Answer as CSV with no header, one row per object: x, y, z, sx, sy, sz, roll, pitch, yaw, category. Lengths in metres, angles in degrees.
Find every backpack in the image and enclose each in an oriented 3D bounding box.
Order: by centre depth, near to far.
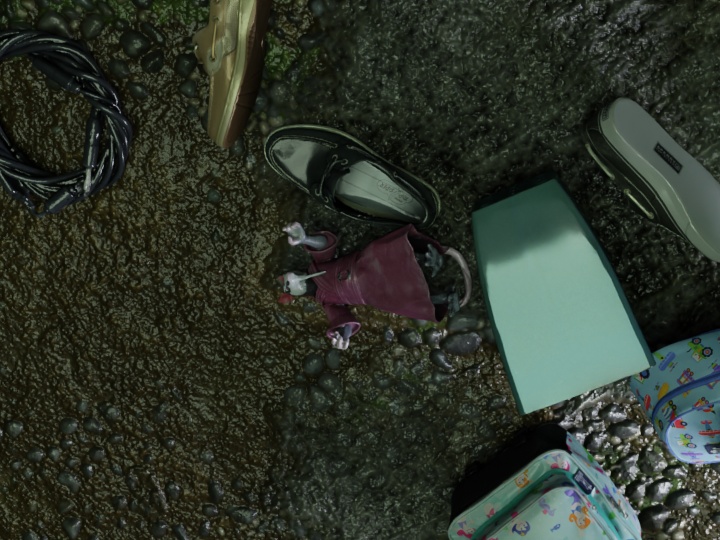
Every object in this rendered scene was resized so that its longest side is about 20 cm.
0.380,0.132,1.127,0.198,0.136,0.183,-19,144,18,backpack
0.212,0.293,1.215,0.177,0.151,0.200,-39,104,14,backpack

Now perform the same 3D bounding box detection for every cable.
-0.335,-0.165,1.182,0.162,0.051,0.202,-26,102,13,cable

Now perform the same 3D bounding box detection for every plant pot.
0.189,0.012,1.136,0.140,0.141,0.202,-22,96,12,plant pot

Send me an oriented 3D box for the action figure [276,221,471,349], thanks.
0.000,0.000,1.182,0.197,0.149,0.136,-4,102,28,action figure

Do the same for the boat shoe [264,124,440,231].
-0.011,-0.091,1.160,0.197,0.066,0.075,28,108,-3,boat shoe

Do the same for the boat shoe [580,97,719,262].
0.302,-0.085,1.132,0.200,0.071,0.064,48,146,-4,boat shoe

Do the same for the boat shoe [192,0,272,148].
-0.134,-0.227,1.136,0.064,0.071,0.203,13,100,9,boat shoe
